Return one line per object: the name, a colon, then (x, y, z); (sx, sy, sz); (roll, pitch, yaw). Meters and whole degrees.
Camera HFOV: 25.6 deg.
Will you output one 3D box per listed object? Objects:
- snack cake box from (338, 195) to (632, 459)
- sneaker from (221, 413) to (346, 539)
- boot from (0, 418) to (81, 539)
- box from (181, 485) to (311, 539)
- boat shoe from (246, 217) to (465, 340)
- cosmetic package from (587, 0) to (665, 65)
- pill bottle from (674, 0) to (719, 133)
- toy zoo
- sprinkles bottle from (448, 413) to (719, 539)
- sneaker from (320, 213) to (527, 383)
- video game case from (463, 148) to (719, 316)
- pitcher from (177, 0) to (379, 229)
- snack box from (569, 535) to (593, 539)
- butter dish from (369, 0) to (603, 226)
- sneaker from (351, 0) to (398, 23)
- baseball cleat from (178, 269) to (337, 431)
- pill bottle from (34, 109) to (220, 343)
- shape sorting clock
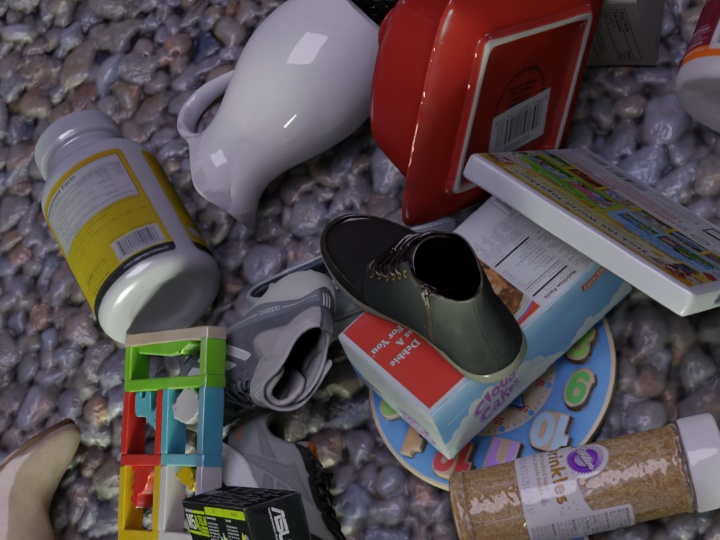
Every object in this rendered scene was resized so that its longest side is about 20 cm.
snack cake box: (0.096, 0.032, 1.210); (0.200, 0.067, 0.115); (-41, 53, -12)
sneaker: (-0.048, 0.179, 1.227); (0.079, 0.074, 0.200); (-39, 48, -9)
boot: (-0.272, 0.240, 1.307); (0.200, 0.070, 0.146); (-44, 66, -1)
box: (-0.063, 0.250, 1.110); (0.047, 0.200, 0.195); (-12, 87, -19)
boat shoe: (0.000, 0.000, 1.287); (0.200, 0.072, 0.070); (-27, 26, 10)
cosmetic package: (0.146, -0.225, 1.326); (0.199, 0.104, 0.074); (2, 67, 21)
pill bottle: (0.330, -0.210, 1.241); (0.114, 0.114, 0.201); (16, 73, 26)
toy zoo: (-0.152, 0.148, 1.265); (0.131, 0.020, 0.202); (-8, 78, 52)
sprinkles bottle: (0.166, 0.159, 1.152); (0.199, 0.068, 0.069); (-14, 63, 7)
sneaker: (0.036, -0.009, 1.149); (0.075, 0.106, 0.200); (-45, 53, -15)
video game case: (0.199, -0.034, 1.180); (0.200, 0.182, 0.023); (36, 114, 27)
pitcher: (-0.074, -0.159, 1.384); (0.200, 0.121, 0.172); (-46, 43, 9)
snack box: (0.079, 0.247, 1.184); (0.199, 0.024, 0.072); (-12, 62, 16)
butter dish: (0.075, -0.162, 1.236); (0.148, 0.201, 0.199); (34, 39, 32)
sneaker: (-0.019, -0.285, 1.430); (0.199, 0.078, 0.086); (21, 75, 28)
baseball cleat: (-0.089, 0.084, 1.249); (0.200, 0.069, 0.107); (-50, 28, 34)
pill bottle: (-0.209, -0.042, 1.376); (0.112, 0.112, 0.201); (-35, 59, 3)
shape sorting clock: (0.101, 0.079, 1.243); (0.199, 0.039, 0.201); (-8, 65, 18)
